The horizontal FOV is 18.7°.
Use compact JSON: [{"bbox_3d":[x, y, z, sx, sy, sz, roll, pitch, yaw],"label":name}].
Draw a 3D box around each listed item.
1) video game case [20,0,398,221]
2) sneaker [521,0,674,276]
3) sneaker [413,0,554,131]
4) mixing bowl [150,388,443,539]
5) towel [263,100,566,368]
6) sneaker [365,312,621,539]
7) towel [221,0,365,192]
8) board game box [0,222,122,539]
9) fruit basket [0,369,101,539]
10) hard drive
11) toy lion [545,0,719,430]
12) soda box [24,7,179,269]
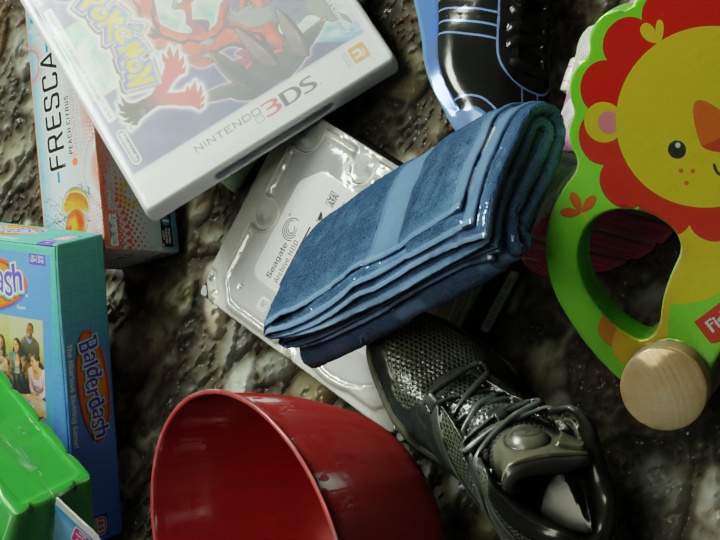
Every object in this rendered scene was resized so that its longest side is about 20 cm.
[{"bbox_3d":[-0.102,-0.157,1.380,0.182,0.023,0.201,-32,67,-2],"label":"video game case"},{"bbox_3d":[0.149,-0.085,1.212,0.200,0.081,0.088,-54,37,18],"label":"sneaker"},{"bbox_3d":[0.081,-0.145,1.274,0.078,0.070,0.201,-39,50,30],"label":"sneaker"},{"bbox_3d":[-0.023,0.153,1.240,0.200,0.108,0.201,24,120,49],"label":"mixing bowl"},{"bbox_3d":[0.028,-0.022,1.206,0.200,0.048,0.112,-31,29,48],"label":"towel"},{"bbox_3d":[0.074,0.082,1.180,0.076,0.114,0.200,-28,64,-15],"label":"sneaker"},{"bbox_3d":[-0.070,-0.175,1.440,0.200,0.023,0.153,-54,53,14],"label":"towel"},{"bbox_3d":[-0.229,0.071,1.444,0.151,0.045,0.201,8,105,39],"label":"board game box"},{"bbox_3d":[-0.251,0.169,1.396,0.185,0.093,0.200,46,130,21],"label":"fruit basket"},{"bbox_3d":[0.000,0.000,1.330,0.200,0.038,0.140,35,100,40],"label":"hard drive"},{"bbox_3d":[0.174,-0.046,1.128,0.200,0.069,0.192,-40,88,24],"label":"toy lion"},{"bbox_3d":[-0.173,-0.104,1.454,0.063,0.068,0.201,-14,78,42],"label":"soda box"}]
